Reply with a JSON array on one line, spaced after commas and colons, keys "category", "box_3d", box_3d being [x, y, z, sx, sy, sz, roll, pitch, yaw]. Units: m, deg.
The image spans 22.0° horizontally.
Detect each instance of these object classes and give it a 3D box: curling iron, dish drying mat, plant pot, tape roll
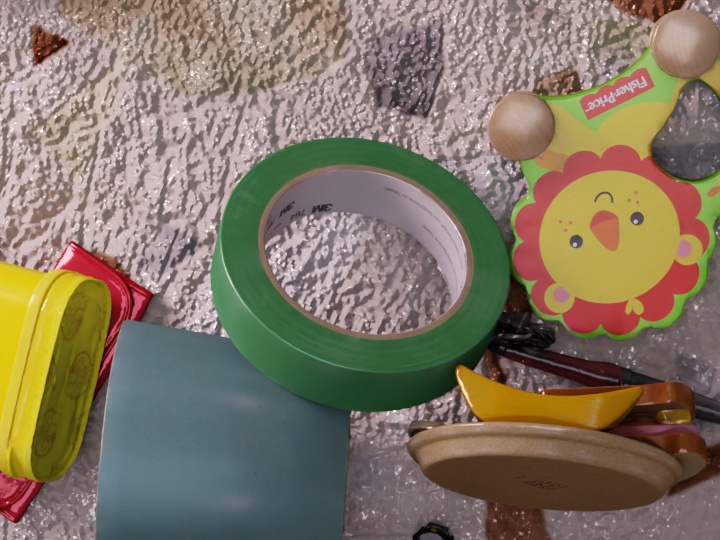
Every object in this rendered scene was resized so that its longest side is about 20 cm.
[{"category": "curling iron", "box_3d": [0.177, 0.075, 1.290, 0.199, 0.050, 0.026, 22, 70, 0]}, {"category": "dish drying mat", "box_3d": [-0.234, 0.083, 1.367, 0.077, 0.018, 0.201, 32, 96, 8]}, {"category": "plant pot", "box_3d": [-0.088, 0.139, 1.263, 0.160, 0.201, 0.202, 4, 92, -2]}, {"category": "tape roll", "box_3d": [0.000, 0.000, 1.251, 0.199, 0.048, 0.201, 8, 50, -9]}]

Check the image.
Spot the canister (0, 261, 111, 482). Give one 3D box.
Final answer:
[{"category": "canister", "box_3d": [-0.295, 0.056, 1.331, 0.199, 0.087, 0.150, 13, 90, 17]}]

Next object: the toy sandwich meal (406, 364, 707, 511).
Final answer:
[{"category": "toy sandwich meal", "box_3d": [0.131, 0.109, 1.237, 0.204, 0.205, 0.071, 4, 71, 9]}]

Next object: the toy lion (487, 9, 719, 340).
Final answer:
[{"category": "toy lion", "box_3d": [0.187, -0.057, 1.281, 0.199, 0.069, 0.193, -27, 94, 8]}]

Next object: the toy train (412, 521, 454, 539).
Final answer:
[{"category": "toy train", "box_3d": [0.032, 0.279, 1.315, 0.034, 0.046, 0.201, 13, 93, 8]}]
